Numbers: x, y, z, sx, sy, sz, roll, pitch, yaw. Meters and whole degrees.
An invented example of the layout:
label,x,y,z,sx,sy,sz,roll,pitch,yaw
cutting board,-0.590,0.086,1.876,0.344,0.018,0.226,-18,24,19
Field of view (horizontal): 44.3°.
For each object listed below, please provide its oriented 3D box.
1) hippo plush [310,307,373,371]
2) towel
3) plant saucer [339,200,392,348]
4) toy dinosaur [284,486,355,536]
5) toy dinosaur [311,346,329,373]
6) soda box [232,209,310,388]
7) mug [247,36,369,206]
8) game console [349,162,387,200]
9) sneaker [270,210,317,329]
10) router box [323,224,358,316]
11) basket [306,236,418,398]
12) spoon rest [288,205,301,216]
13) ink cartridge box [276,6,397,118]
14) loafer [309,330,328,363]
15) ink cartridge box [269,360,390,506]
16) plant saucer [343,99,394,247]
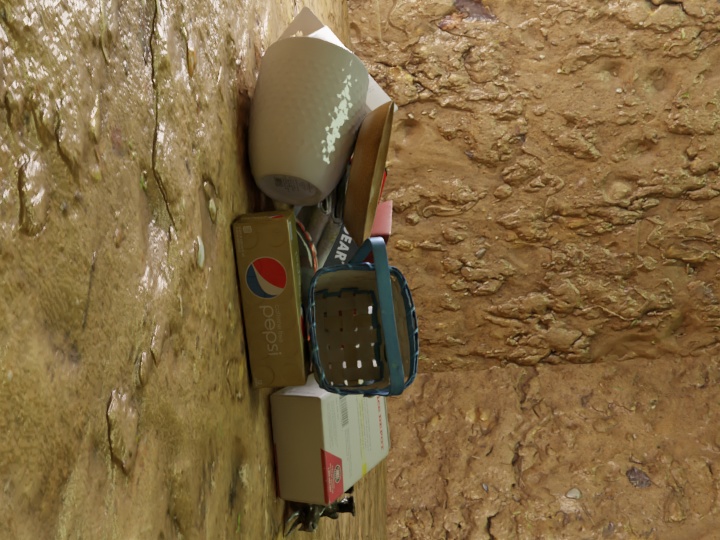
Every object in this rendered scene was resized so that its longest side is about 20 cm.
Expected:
label,x,y,z,sx,sy,sz,roll,pitch,yaw
hippo plush,-0.010,0.122,1.602,0.160,0.158,0.203,77,11,-63
towel,-0.072,-0.047,1.248,0.172,0.047,0.202,-82,-164,-54
plant saucer,0.000,0.000,1.386,0.200,0.036,0.203,-82,-170,-71
toy dinosaur,-0.058,0.335,1.296,0.200,0.100,0.079,99,-13,-81
toy dinosaur,-0.067,0.197,1.336,0.106,0.060,0.203,20,90,-55
soda box,-0.103,0.035,1.051,0.064,0.066,0.204,-80,166,-76
mug,-0.078,-0.173,1.156,0.200,0.145,0.178,119,-18,-68
game console,-0.048,-0.210,1.482,0.202,0.117,0.173,60,25,-28
sneaker,-0.097,0.025,1.142,0.082,0.076,0.203,-68,153,-62
router box,-0.042,-0.014,1.343,0.158,0.051,0.202,121,-11,-53
basket,0.005,0.065,1.065,0.200,0.136,0.180,140,-54,-74
spoon rest,-0.077,-0.112,1.457,0.061,0.099,0.201,50,22,-13
ink cartridge box,-0.056,-0.262,1.268,0.200,0.117,0.067,48,38,-3
loafer,-0.079,0.055,1.459,0.070,0.069,0.203,-44,-137,47
ink cartridge box,-0.039,0.220,1.239,0.199,0.082,0.148,-18,104,-63
plant saucer,0.009,-0.127,1.165,0.200,0.035,0.204,12,90,-87
